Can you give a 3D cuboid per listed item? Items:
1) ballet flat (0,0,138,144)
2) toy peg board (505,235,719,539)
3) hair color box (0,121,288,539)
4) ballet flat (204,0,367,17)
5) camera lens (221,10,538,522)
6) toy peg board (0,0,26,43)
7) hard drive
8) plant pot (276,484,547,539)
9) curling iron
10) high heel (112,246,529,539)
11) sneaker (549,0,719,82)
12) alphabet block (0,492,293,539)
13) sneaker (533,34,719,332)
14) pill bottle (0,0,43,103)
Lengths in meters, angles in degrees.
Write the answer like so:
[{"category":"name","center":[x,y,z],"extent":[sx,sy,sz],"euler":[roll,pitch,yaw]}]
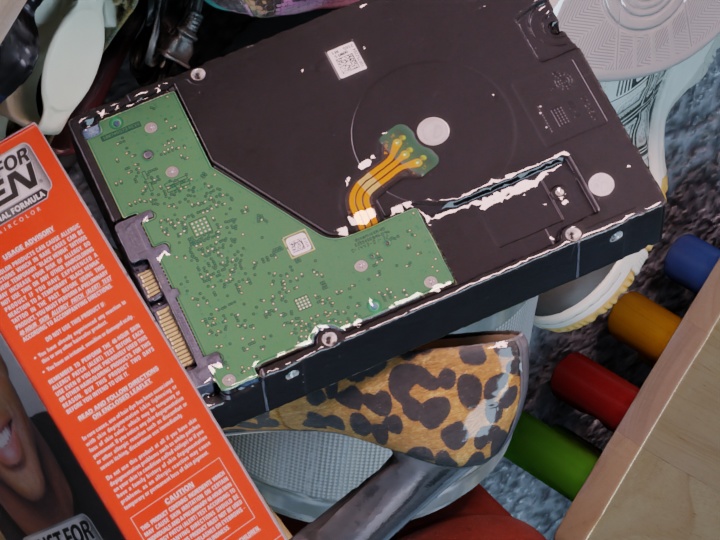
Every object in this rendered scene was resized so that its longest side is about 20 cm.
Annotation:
[{"category":"ballet flat","center":[-0.144,-0.062,1.163],"extent":[0.070,0.071,0.201],"euler":[4,125,-43]},{"category":"toy peg board","center":[0.179,0.071,1.572],"extent":[0.200,0.098,0.200],"euler":[30,91,-53]},{"category":"hair color box","center":[-0.111,0.055,1.096],"extent":[0.061,0.201,0.101],"euler":[-32,-177,-32]},{"category":"ballet flat","center":[0.017,-0.143,1.181],"extent":[0.199,0.069,0.071],"euler":[-9,160,-42]},{"category":"camera lens","center":[0.000,0.000,1.274],"extent":[0.159,0.160,0.201],"euler":[-19,138,-26]},{"category":"toy peg board","center":[-0.148,-0.159,0.966],"extent":[0.200,0.200,0.098],"euler":[-56,155,20]},{"category":"hard drive","center":[0.002,-0.035,1.136],"extent":[0.199,0.140,0.038],"euler":[-23,153,-10]},{"category":"plant pot","center":[-0.009,0.153,1.392],"extent":[0.200,0.195,0.202],"euler":[-24,140,-22]},{"category":"curling iron","center":[-0.123,-0.053,1.206],"extent":[0.025,0.050,0.200],"euler":[19,128,-30]},{"category":"high heel","center":[-0.032,0.017,1.160],"extent":[0.143,0.200,0.071],"euler":[-45,-177,28]},{"category":"sneaker","center":[0.127,-0.154,1.265],"extent":[0.199,0.112,0.073],"euler":[-31,128,-22]},{"category":"alphabet block","center":[-0.158,0.155,1.260],"extent":[0.194,0.200,0.197],"euler":[-16,137,-30]},{"category":"sneaker","center":[0.101,-0.074,1.330],"extent":[0.088,0.075,0.201],"euler":[33,71,-46]},{"category":"pill bottle","center":[-0.190,-0.084,1.062],"extent":[0.200,0.112,0.112],"euler":[-42,143,1]}]
